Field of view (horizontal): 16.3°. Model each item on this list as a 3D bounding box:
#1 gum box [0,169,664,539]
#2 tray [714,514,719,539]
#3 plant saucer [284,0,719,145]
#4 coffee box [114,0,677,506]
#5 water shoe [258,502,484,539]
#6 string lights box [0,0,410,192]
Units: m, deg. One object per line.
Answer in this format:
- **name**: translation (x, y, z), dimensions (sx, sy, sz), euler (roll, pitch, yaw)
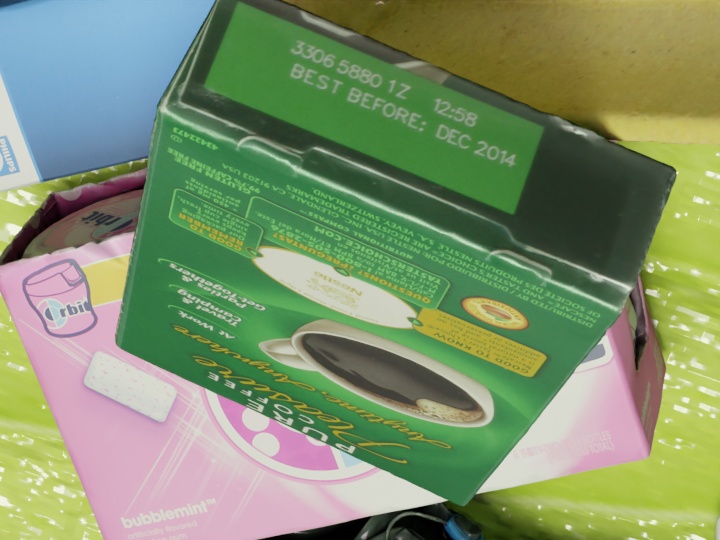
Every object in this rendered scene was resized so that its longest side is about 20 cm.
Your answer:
- **gum box**: translation (-0.003, 0.015, 0.818), dimensions (0.199, 0.066, 0.114), euler (-13, 111, 17)
- **tray**: translation (0.187, 0.162, 0.810), dimensions (0.200, 0.022, 0.108), euler (26, 132, 41)
- **plant saucer**: translation (0.036, -0.136, 0.618), dimensions (0.200, 0.048, 0.201), euler (7, 110, 51)
- **coffee box**: translation (0.000, 0.000, 0.674), dimensions (0.123, 0.044, 0.200), euler (23, 160, 1)
- **water shoe**: translation (0.027, 0.114, 0.850), dimensions (0.199, 0.072, 0.079), euler (-3, 112, 22)
- **string lights box**: translation (-0.024, -0.084, 0.768), dimensions (0.199, 0.103, 0.059), euler (-13, 109, 16)
